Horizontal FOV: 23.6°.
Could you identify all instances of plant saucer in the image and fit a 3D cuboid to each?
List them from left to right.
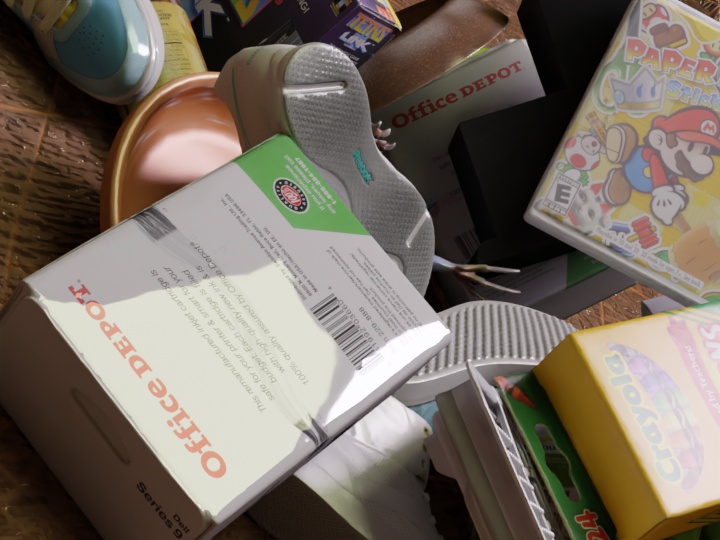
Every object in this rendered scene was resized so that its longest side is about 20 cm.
[{"bbox_3d":[-0.077,-0.014,0.997,0.200,0.037,0.201,20,62,-44],"label":"plant saucer"},{"bbox_3d":[0.011,-0.151,1.240,0.037,0.200,0.201,62,20,-14],"label":"plant saucer"}]

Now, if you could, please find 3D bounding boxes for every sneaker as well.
[{"bbox_3d":[-0.212,-0.181,1.042,0.200,0.080,0.130,49,19,23],"label":"sneaker"},{"bbox_3d":[-0.018,-0.048,0.988,0.070,0.080,0.201,-43,127,-29],"label":"sneaker"},{"bbox_3d":[0.032,0.143,0.966,0.200,0.074,0.116,45,39,-8],"label":"sneaker"},{"bbox_3d":[0.062,0.073,1.079,0.199,0.082,0.074,-4,38,-35],"label":"sneaker"}]

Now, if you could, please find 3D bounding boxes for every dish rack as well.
[{"bbox_3d":[0.084,0.143,0.938,0.200,0.043,0.172,50,17,-76],"label":"dish rack"}]

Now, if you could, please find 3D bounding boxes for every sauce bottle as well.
[{"bbox_3d":[-0.114,-0.082,1.083,0.066,0.066,0.201,11,54,-56],"label":"sauce bottle"}]

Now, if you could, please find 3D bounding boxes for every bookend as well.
[{"bbox_3d":[0.141,-0.117,1.223,0.092,0.199,0.200,107,-36,-80],"label":"bookend"}]

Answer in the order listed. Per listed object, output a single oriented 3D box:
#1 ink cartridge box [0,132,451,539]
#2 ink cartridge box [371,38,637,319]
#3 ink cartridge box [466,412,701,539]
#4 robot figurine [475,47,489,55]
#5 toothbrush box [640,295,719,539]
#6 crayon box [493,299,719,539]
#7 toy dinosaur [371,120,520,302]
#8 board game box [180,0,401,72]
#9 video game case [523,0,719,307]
[{"bbox_3d":[-0.072,0.039,0.863,0.146,0.084,0.200,51,45,6],"label":"ink cartridge box"},{"bbox_3d":[0.109,-0.057,1.318,0.201,0.145,0.088,61,-8,19],"label":"ink cartridge box"},{"bbox_3d":[0.143,0.100,1.170,0.147,0.076,0.200,3,33,-4],"label":"ink cartridge box"},{"bbox_3d":[0.105,-0.109,1.463,0.175,0.116,0.201,16,38,-35],"label":"robot figurine"},{"bbox_3d":[0.268,0.130,1.236,0.146,0.086,0.201,-113,-170,-54],"label":"toothbrush box"},{"bbox_3d":[0.191,0.092,1.045,0.199,0.051,0.127,-11,64,-35],"label":"crayon box"},{"bbox_3d":[0.000,0.000,1.149,0.105,0.199,0.183,138,-46,-79],"label":"toy dinosaur"},{"bbox_3d":[-0.083,-0.191,1.179,0.057,0.165,0.201,18,38,-52],"label":"board game box"},{"bbox_3d":[0.237,-0.069,1.162,0.199,0.183,0.023,28,-8,0],"label":"video game case"}]
